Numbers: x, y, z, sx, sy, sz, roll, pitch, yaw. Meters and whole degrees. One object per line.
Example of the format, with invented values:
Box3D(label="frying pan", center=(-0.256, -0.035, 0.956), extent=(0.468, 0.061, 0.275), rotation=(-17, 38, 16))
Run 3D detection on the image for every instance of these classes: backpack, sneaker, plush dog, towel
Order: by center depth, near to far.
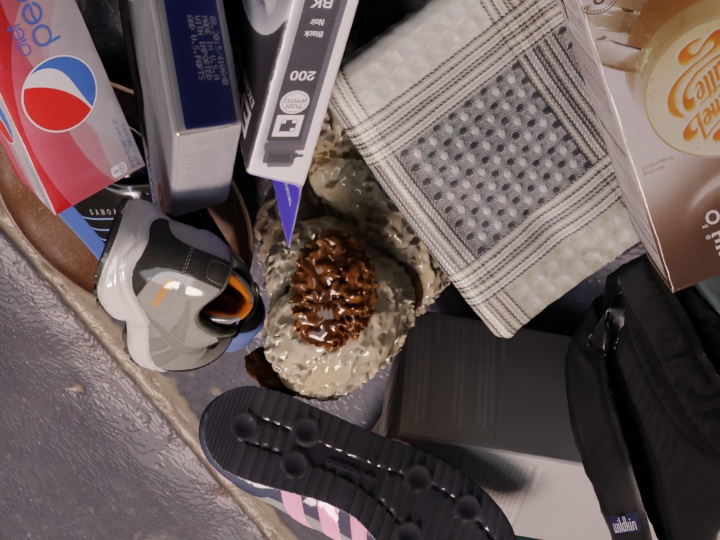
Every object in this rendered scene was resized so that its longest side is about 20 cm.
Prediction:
Box3D(label="towel", center=(0.106, -0.083, 0.980), extent=(0.200, 0.035, 0.193), rotation=(-35, 110, 5))
Box3D(label="backpack", center=(0.204, 0.083, 1.012), extent=(0.167, 0.126, 0.201), rotation=(-49, 56, 37))
Box3D(label="sneaker", center=(-0.095, 0.022, 1.059), extent=(0.079, 0.074, 0.200), rotation=(17, 168, 10))
Box3D(label="sneaker", center=(-0.003, 0.126, 1.064), extent=(0.199, 0.070, 0.082), rotation=(31, 167, -6))
Box3D(label="plush dog", center=(0.000, 0.000, 1.064), extent=(0.160, 0.172, 0.200), rotation=(27, 152, 3))
Box3D(label="sneaker", center=(-0.129, -0.031, 1.157), extent=(0.200, 0.070, 0.078), rotation=(43, 140, -10))

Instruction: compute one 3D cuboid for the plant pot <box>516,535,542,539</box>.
Box3D(label="plant pot", center=(0.139, 0.229, 1.175), extent=(0.199, 0.201, 0.135), rotation=(-12, 130, 37))

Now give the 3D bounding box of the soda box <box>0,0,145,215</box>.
Box3D(label="soda box", center=(-0.193, -0.135, 1.026), extent=(0.070, 0.063, 0.201), rotation=(38, 154, 52))

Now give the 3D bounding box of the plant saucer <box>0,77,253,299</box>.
Box3D(label="plant saucer", center=(-0.155, -0.055, 1.227), extent=(0.200, 0.037, 0.201), rotation=(16, 133, 17))

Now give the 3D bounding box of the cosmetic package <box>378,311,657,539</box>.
Box3D(label="cosmetic package", center=(0.115, 0.101, 1.122), extent=(0.199, 0.107, 0.090), rotation=(13, 135, -4))

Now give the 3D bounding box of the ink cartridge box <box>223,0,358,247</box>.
Box3D(label="ink cartridge box", center=(-0.049, -0.150, 0.970), extent=(0.043, 0.199, 0.200), rotation=(1, 135, -16))

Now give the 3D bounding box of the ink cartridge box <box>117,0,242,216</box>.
Box3D(label="ink cartridge box", center=(-0.104, -0.140, 1.004), extent=(0.040, 0.201, 0.200), rotation=(-9, 169, -11))

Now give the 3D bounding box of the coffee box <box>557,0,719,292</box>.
Box3D(label="coffee box", center=(0.171, -0.107, 0.921), extent=(0.114, 0.080, 0.201), rotation=(-22, 116, 2))

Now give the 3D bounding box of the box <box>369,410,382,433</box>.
Box3D(label="box", center=(0.068, 0.140, 1.267), extent=(0.137, 0.040, 0.200), rotation=(32, 136, 2))
